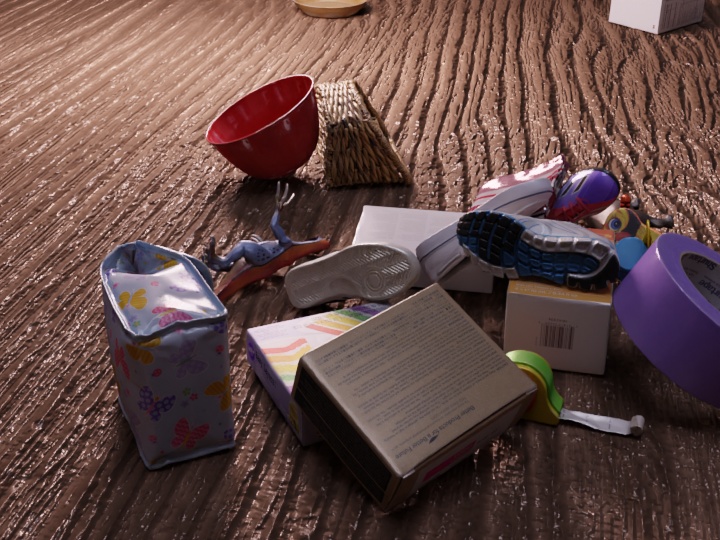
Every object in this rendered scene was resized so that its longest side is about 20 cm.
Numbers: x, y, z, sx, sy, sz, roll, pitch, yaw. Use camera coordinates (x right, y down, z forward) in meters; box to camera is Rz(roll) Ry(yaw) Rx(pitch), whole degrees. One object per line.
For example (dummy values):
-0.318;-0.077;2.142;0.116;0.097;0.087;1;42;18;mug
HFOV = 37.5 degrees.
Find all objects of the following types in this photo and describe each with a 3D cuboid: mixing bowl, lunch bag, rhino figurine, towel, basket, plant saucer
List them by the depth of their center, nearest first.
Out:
-0.209;0.078;1.134;0.125;0.172;0.200;-14;30;-23;lunch bag
0.209;-0.099;1.471;0.142;0.023;0.200;-19;18;27;towel
0.372;-0.081;1.572;0.086;0.061;0.200;-4;19;-19;rhino figurine
-0.142;-0.220;1.733;0.198;0.109;0.201;-23;28;13;mixing bowl
0.002;-0.242;1.773;0.146;0.145;0.201;-4;28;-7;basket
-0.078;-0.683;2.718;0.196;0.036;0.201;0;28;0;plant saucer

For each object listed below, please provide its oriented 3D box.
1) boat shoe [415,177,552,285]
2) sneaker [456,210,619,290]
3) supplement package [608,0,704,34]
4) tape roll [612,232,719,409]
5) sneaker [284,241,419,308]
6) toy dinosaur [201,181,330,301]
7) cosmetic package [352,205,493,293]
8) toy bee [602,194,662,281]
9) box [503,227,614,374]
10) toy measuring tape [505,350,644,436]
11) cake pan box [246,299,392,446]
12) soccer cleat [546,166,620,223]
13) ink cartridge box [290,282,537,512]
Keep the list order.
0.166;-0.045;1.353;0.199;0.066;0.073;-32;-18;23;boat shoe
0.212;-0.030;1.265;0.197;0.076;0.087;16;24;13;sneaker
0.746;-0.696;2.642;0.198;0.153;0.151;-22;36;-37;supplement package
0.390;0.056;1.196;0.198;0.085;0.201;26;31;-17;tape roll
0.000;0.000;1.346;0.197;0.076;0.084;-7;7;34;sneaker
-0.126;-0.010;1.449;0.178;0.105;0.203;6;63;-18;toy dinosaur
0.090;-0.032;1.480;0.196;0.053;0.151;5;26;7;cosmetic package
0.367;-0.044;1.427;0.197;0.110;0.131;23;-11;-4;toy bee
0.249;0.030;1.318;0.122;0.099;0.201;6;28;11;box
0.213;0.130;1.159;0.197;0.075;0.074;10;29;17;toy measuring tape
-0.011;0.111;1.210;0.197;0.053;0.184;-10;32;-21;cake pan box
0.282;-0.083;1.492;0.199;0.069;0.073;-24;18;52;soccer cleat
0.054;0.124;1.088;0.198;0.076;0.165;-25;61;-33;ink cartridge box
